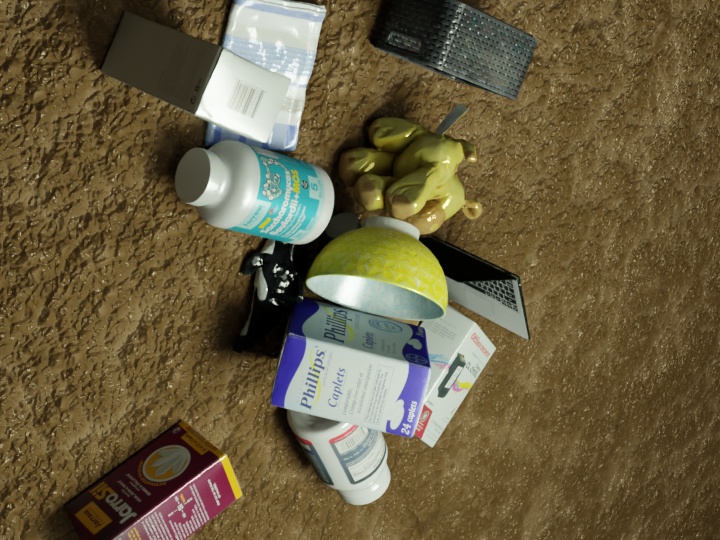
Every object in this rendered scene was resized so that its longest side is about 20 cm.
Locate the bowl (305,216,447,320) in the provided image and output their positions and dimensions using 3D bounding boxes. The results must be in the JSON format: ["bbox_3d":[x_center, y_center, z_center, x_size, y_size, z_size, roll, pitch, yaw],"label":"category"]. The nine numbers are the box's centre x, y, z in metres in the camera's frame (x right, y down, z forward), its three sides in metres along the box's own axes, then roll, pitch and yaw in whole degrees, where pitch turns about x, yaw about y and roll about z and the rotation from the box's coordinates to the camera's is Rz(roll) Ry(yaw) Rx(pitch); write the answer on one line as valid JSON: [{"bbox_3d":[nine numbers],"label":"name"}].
[{"bbox_3d":[0.033,-0.011,1.540,0.200,0.200,0.108,30,69,-47],"label":"bowl"}]

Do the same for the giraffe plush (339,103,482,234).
[{"bbox_3d":[0.088,-0.124,1.605,0.200,0.173,0.162,-32,144,-6],"label":"giraffe plush"}]

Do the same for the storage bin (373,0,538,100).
[{"bbox_3d":[0.134,-0.316,1.558,0.200,0.135,0.094,10,103,-46],"label":"storage bin"}]

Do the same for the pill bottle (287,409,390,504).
[{"bbox_3d":[-0.025,0.264,1.712,0.120,0.119,0.200,-41,134,-21],"label":"pill bottle"}]

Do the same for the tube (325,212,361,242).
[{"bbox_3d":[0.000,0.000,1.662,0.077,0.050,0.200,-35,136,-12],"label":"tube"}]

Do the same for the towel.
[{"bbox_3d":[-0.120,-0.250,1.432,0.147,0.024,0.201,0,110,-43],"label":"towel"}]

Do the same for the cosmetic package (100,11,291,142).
[{"bbox_3d":[-0.187,-0.218,1.255,0.113,0.200,0.081,17,99,-49],"label":"cosmetic package"}]

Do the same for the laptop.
[{"bbox_3d":[0.140,0.028,1.701,0.116,0.187,0.200,-37,132,-24],"label":"laptop"}]

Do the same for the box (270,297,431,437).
[{"bbox_3d":[-0.012,0.129,1.550,0.199,0.184,0.105,13,104,-3],"label":"box"}]

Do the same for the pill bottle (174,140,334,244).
[{"bbox_3d":[-0.136,-0.101,1.427,0.200,0.111,0.111,11,102,-46],"label":"pill bottle"}]

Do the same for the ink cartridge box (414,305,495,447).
[{"bbox_3d":[0.120,0.167,1.806,0.200,0.083,0.146,-56,151,-6],"label":"ink cartridge box"}]

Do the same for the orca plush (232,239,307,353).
[{"bbox_3d":[-0.114,0.029,1.542,0.105,0.071,0.200,36,84,-47],"label":"orca plush"}]

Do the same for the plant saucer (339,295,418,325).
[{"bbox_3d":[0.028,0.083,1.709,0.200,0.029,0.200,-32,143,-29],"label":"plant saucer"}]

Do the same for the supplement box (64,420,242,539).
[{"bbox_3d":[-0.275,0.308,1.500,0.200,0.110,0.086,-35,130,-26],"label":"supplement box"}]
